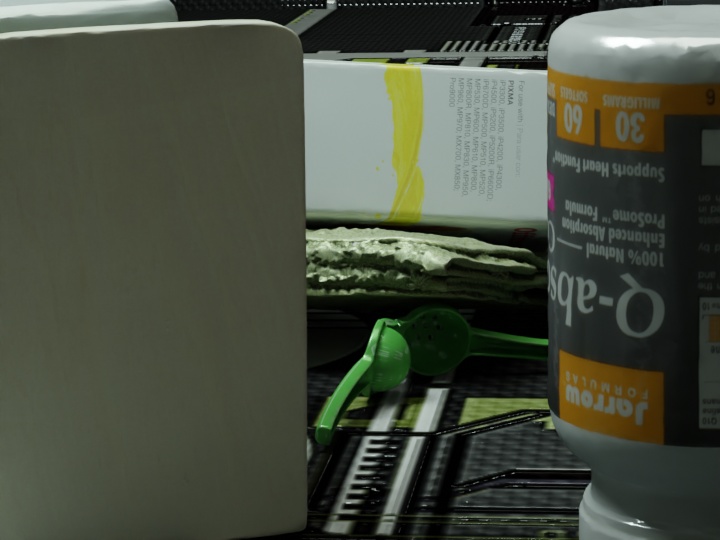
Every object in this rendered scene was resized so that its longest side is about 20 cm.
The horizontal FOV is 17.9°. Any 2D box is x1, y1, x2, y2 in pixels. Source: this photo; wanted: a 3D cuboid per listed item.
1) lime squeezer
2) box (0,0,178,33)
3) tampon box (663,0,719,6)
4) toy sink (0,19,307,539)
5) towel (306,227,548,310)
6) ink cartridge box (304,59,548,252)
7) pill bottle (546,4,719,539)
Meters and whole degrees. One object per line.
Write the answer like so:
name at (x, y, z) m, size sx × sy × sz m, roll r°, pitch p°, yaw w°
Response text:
lime squeezer at (0.030, 0.048, 1.087) m, size 0.199 × 0.038 × 0.071 m, roll -12°, pitch 47°, yaw -44°
box at (-0.189, -0.022, 1.008) m, size 0.199 × 0.200 × 0.171 m, roll -5°, pitch 12°, yaw -18°
tampon box at (0.333, -0.166, 1.821) m, size 0.149 × 0.127 × 0.200 m, roll 2°, pitch 12°, yaw 20°
toy sink at (-0.098, -0.002, 0.892) m, size 0.130 × 0.201 × 0.112 m, roll -6°, pitch 15°, yaw -18°
towel at (0.000, 0.000, 1.181) m, size 0.199 × 0.037 × 0.148 m, roll -1°, pitch -5°, yaw 33°
ink cartridge box at (0.007, -0.058, 1.208) m, size 0.199 × 0.084 × 0.145 m, roll 2°, pitch -6°, yaw 1°
pill bottle at (0.124, 0.010, 0.815) m, size 0.116 × 0.201 × 0.116 m, roll -1°, pitch 11°, yaw 0°
